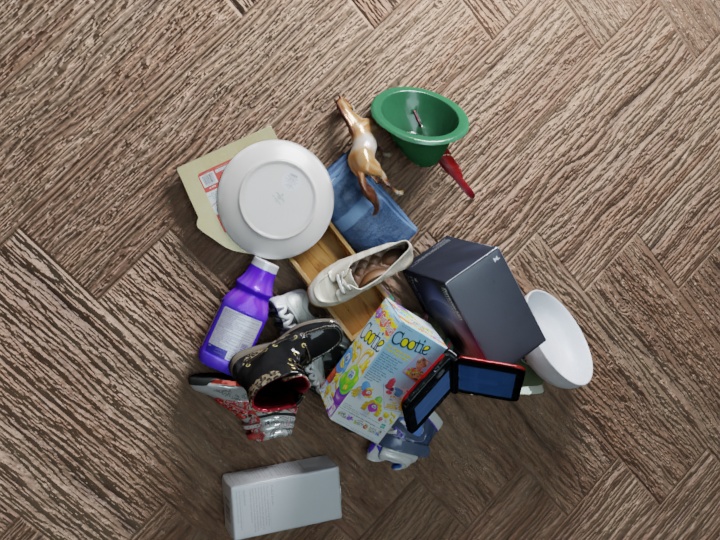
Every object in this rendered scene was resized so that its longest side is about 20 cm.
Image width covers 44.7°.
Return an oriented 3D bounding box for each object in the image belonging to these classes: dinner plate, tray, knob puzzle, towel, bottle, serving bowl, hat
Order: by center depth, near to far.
[{"bbox_3d":[-0.139,-0.118,1.465,0.199,0.024,0.201,-1,95,-17],"label":"dinner plate"},{"bbox_3d":[-0.188,-0.117,1.479,0.219,0.030,0.221,-1,95,-19],"label":"knob puzzle"},{"bbox_3d":[-0.200,0.075,1.480,0.083,0.065,0.201,24,91,-13],"label":"bottle"},{"bbox_3d":[-0.039,0.016,1.514,0.099,0.037,0.200,-36,83,-12],"label":"tray"},{"bbox_3d":[0.004,-0.105,1.546,0.112,0.049,0.200,-44,110,-9],"label":"towel"},{"bbox_3d":[0.102,-0.204,1.564,0.166,0.200,0.176,-43,155,-40],"label":"hat"},{"bbox_3d":[0.354,0.139,1.662,0.200,0.200,0.066,41,126,-20],"label":"serving bowl"}]

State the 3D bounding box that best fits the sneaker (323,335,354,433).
[{"bbox_3d":[-0.011,0.196,1.568,0.074,0.089,0.201,-1,116,16],"label":"sneaker"}]

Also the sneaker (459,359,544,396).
[{"bbox_3d":[0.270,0.191,1.679,0.200,0.067,0.090,3,95,-26],"label":"sneaker"}]

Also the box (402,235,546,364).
[{"bbox_3d":[0.196,0.058,1.561,0.123,0.198,0.200,-34,107,-13],"label":"box"}]

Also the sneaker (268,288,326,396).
[{"bbox_3d":[-0.091,0.126,1.534,0.081,0.075,0.201,-28,107,-24],"label":"sneaker"}]

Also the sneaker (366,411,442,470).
[{"bbox_3d":[0.050,0.276,1.598,0.147,0.081,0.200,-48,116,-13],"label":"sneaker"}]

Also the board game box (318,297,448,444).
[{"bbox_3d":[0.036,0.165,1.453,0.105,0.103,0.200,32,101,-23],"label":"board game box"}]

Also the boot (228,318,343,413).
[{"bbox_3d":[-0.107,0.153,1.407,0.199,0.151,0.073,-18,112,-10],"label":"boot"}]

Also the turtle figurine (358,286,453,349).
[{"bbox_3d":[0.094,0.114,1.567,0.200,0.101,0.150,33,44,-4],"label":"turtle figurine"}]

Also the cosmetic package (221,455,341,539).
[{"bbox_3d":[-0.139,0.400,1.551,0.199,0.074,0.102,-5,99,-22],"label":"cosmetic package"}]

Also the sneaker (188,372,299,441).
[{"bbox_3d":[-0.202,0.237,1.506,0.201,0.067,0.108,8,92,-24],"label":"sneaker"}]

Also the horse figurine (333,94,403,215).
[{"bbox_3d":[0.016,-0.199,1.502,0.132,0.050,0.201,25,54,-42],"label":"horse figurine"}]

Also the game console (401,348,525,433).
[{"bbox_3d":[0.167,0.214,1.437,0.119,0.200,0.172,39,76,20],"label":"game console"}]

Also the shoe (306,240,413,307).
[{"bbox_3d":[0.000,0.000,1.475,0.200,0.053,0.070,-27,82,-11],"label":"shoe"}]
